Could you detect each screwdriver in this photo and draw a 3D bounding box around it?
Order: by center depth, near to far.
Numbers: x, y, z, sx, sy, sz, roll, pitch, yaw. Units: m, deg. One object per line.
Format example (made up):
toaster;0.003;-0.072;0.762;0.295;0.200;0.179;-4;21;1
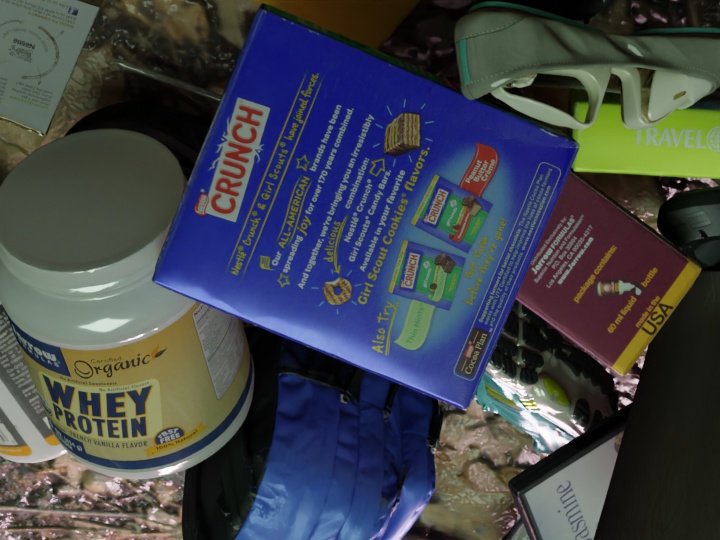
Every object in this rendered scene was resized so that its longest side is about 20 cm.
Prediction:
screwdriver;-0.066;-0.107;1.403;0.199;0.028;0.029;24;101;-13

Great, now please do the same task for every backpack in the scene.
backpack;-0.032;0.135;1.502;0.167;0.201;0.163;19;131;-11

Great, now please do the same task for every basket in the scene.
basket;0.249;0.111;1.427;0.179;0.202;0.136;12;166;-11

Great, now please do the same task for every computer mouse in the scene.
computer mouse;-0.119;-0.059;1.443;0.199;0.053;0.138;28;129;-34

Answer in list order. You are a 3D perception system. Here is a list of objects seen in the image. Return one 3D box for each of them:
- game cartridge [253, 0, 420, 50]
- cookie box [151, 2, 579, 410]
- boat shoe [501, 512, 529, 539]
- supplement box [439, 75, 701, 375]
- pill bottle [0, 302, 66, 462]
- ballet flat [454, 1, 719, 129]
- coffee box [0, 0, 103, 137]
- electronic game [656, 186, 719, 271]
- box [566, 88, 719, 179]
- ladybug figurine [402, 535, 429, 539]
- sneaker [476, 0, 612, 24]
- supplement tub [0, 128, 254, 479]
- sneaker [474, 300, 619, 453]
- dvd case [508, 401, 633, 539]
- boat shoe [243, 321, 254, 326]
game cartridge;-0.015;-0.234;1.280;0.175;0.033;0.200;28;132;-18
cookie box;0.001;-0.039;1.247;0.199;0.075;0.172;23;96;-7
boat shoe;0.155;0.187;1.606;0.074;0.060;0.200;42;134;1
supplement box;0.103;-0.031;1.346;0.199;0.110;0.086;36;94;-5
pill bottle;-0.255;0.030;1.492;0.116;0.117;0.201;-14;129;19
ballet flat;0.143;-0.110;1.232;0.198;0.064;0.067;4;169;-25
coffee box;-0.184;-0.196;1.276;0.079;0.115;0.201;20;131;-12
electronic game;0.288;-0.022;1.367;0.198;0.042;0.200;8;170;1
box;0.228;-0.083;1.322;0.198;0.122;0.048;4;100;3
ladybug figurine;0.056;0.282;1.714;0.199;0.072;0.136;30;129;-19
sneaker;0.139;-0.174;1.255;0.198;0.090;0.079;-2;135;-16
supplement tub;-0.152;0.022;1.376;0.143;0.145;0.201;-2;138;9
sneaker;0.099;0.070;1.516;0.079;0.078;0.200;-23;126;36
dvd case;0.208;0.150;1.541;0.199;0.018;0.143;-31;130;-9
boat shoe;0.000;0.000;1.439;0.199;0.071;0.071;-19;142;11
